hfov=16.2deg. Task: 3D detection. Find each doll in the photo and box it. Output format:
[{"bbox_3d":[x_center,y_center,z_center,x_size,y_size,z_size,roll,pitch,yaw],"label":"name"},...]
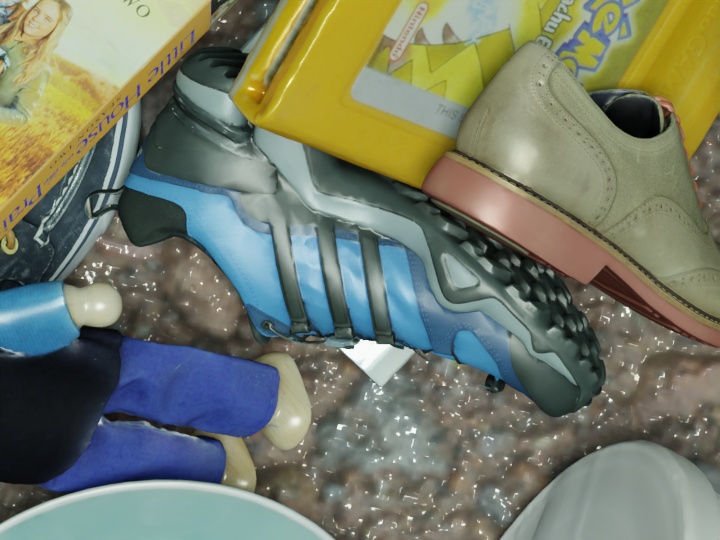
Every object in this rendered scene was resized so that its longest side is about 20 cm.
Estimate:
[{"bbox_3d":[-0.118,0.052,0.932,0.200,0.048,0.136,14,126,-41],"label":"doll"}]

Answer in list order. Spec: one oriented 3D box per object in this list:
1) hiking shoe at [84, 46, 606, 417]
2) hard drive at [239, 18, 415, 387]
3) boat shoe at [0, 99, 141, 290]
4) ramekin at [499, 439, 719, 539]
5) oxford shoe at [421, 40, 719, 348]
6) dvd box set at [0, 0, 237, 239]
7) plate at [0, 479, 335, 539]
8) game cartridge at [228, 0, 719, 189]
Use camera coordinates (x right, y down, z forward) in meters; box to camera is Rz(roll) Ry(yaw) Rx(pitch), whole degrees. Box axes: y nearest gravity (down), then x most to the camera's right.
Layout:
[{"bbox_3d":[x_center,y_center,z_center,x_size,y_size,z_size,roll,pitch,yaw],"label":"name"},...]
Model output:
[{"bbox_3d":[0.000,0.000,0.963,0.200,0.074,0.087,36,107,2],"label":"hiking shoe"},{"bbox_3d":[0.028,-0.071,0.999,0.132,0.027,0.200,43,92,-4],"label":"hard drive"},{"bbox_3d":[-0.156,-0.006,0.961,0.071,0.091,0.200,34,93,10],"label":"boat shoe"},{"bbox_3d":[0.098,0.170,0.938,0.094,0.202,0.202,29,93,-16],"label":"ramekin"},{"bbox_3d":[0.108,-0.023,0.933,0.070,0.200,0.075,29,93,39],"label":"oxford shoe"},{"bbox_3d":[-0.147,-0.100,0.946,0.146,0.029,0.200,40,72,9],"label":"dvd box set"},{"bbox_3d":[-0.084,0.164,0.989,0.200,0.026,0.200,-4,114,-8],"label":"plate"},{"bbox_3d":[0.072,-0.102,0.918,0.200,0.032,0.176,19,108,-40],"label":"game cartridge"}]
